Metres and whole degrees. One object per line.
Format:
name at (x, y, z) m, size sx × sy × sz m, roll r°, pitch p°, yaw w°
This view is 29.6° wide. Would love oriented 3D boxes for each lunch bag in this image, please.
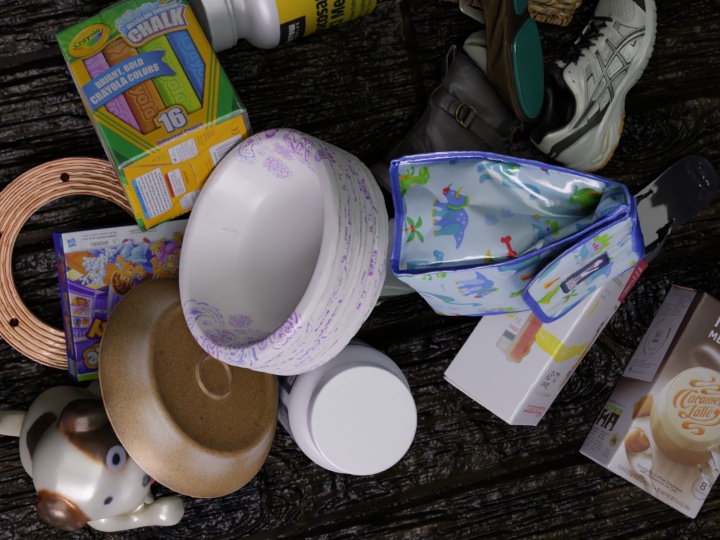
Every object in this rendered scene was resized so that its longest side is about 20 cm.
lunch bag at (0.138, -0.028, 1.156) m, size 0.198 × 0.170 × 0.129 m, roll -5°, pitch 76°, yaw 14°

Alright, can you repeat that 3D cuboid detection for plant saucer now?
plant saucer at (-0.138, 0.096, 1.198) m, size 0.199 × 0.035 × 0.202 m, roll 24°, pitch 55°, yaw -38°

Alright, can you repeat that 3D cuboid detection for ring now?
ring at (-0.264, -0.007, 1.291) m, size 0.198 × 0.019 × 0.203 m, roll -1°, pitch 94°, yaw -11°

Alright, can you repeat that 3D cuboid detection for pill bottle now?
pill bottle at (-0.015, 0.122, 1.256) m, size 0.115 × 0.200 × 0.117 m, roll -1°, pitch 94°, yaw -11°
pill bottle at (-0.062, -0.273, 1.259) m, size 0.198 × 0.112 × 0.113 m, roll -22°, pitch 98°, yaw -14°

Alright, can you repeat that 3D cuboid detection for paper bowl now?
paper bowl at (-0.056, -0.012, 1.159) m, size 0.104 × 0.200 × 0.203 m, roll 16°, pitch 91°, yaw -42°

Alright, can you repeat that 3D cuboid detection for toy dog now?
toy dog at (-0.237, 0.157, 1.215) m, size 0.193 × 0.200 × 0.141 m, roll 27°, pitch 88°, yaw -12°

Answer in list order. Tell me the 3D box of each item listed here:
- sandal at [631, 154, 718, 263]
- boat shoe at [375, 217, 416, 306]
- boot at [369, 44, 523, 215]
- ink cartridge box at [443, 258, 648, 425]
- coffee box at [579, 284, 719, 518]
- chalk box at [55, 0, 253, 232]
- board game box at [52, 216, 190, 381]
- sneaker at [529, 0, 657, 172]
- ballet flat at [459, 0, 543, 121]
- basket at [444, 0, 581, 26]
sandal at (0.284, -0.044, 1.385) m, size 0.076 × 0.043 × 0.200 m, roll 45°, pitch 85°, yaw -10°
boat shoe at (0.000, 0.000, 1.279) m, size 0.198 × 0.064 × 0.071 m, roll -13°, pitch 79°, yaw -9°
boot at (0.114, -0.099, 1.339) m, size 0.200 × 0.069 × 0.174 m, roll 44°, pitch 77°, yaw -17°
ink cartridge box at (0.179, 0.046, 1.301) m, size 0.083 × 0.145 × 0.201 m, roll 36°, pitch 94°, yaw 18°
coffee box at (0.328, 0.131, 1.386) m, size 0.114 × 0.080 × 0.201 m, roll 30°, pitch 88°, yaw -12°
chalk box at (-0.189, -0.164, 1.225) m, size 0.123 × 0.125 × 0.201 m, roll -26°, pitch 66°, yaw -9°
board game box at (-0.178, 0.020, 1.274) m, size 0.198 × 0.045 × 0.136 m, roll -8°, pitch 97°, yaw -23°
sneaker at (0.226, -0.201, 1.339) m, size 0.087 × 0.075 × 0.202 m, roll 16°, pitch 89°, yaw -27°
ballet flat at (0.128, -0.236, 1.284) m, size 0.068 × 0.072 × 0.201 m, roll -52°, pitch 141°, yaw -41°
basket at (0.140, -0.352, 1.328) m, size 0.198 × 0.149 × 0.144 m, roll 9°, pitch 59°, yaw -11°
